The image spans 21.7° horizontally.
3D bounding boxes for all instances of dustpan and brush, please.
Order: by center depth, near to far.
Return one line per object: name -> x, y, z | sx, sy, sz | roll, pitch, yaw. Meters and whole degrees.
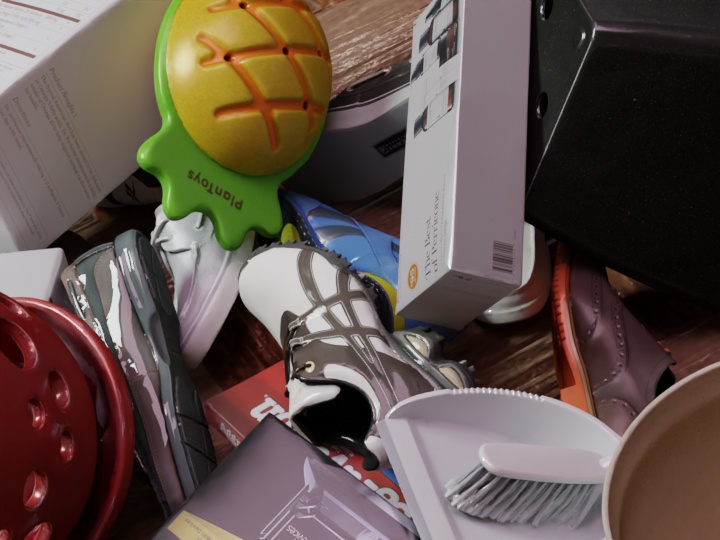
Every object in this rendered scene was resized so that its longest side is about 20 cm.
dustpan and brush -> 0.123, 0.111, 1.027 | 0.198, 0.058, 0.140 | 4, 38, -25

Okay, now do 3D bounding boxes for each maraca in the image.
maraca -> -0.082, -0.112, 1.253 | 0.107, 0.136, 0.202 | -25, 45, 52

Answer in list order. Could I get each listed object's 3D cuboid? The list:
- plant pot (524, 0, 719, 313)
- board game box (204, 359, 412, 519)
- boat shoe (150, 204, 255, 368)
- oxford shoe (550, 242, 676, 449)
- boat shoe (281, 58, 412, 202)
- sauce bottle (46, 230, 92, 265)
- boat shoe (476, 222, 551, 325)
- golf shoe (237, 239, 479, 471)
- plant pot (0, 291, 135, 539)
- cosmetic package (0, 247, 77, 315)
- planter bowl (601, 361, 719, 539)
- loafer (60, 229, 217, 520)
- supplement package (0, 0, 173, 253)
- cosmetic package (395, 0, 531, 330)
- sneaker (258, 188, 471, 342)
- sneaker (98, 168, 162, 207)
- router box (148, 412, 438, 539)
plant pot -> 0.177, -0.112, 1.172 | 0.175, 0.201, 0.200 | 7, 36, -20
board game box -> 0.003, 0.115, 1.133 | 0.102, 0.020, 0.200 | -28, 45, -27
boat shoe -> -0.109, -0.026, 1.276 | 0.068, 0.072, 0.202 | 23, 55, -13
oxford shoe -> 0.154, 0.055, 1.143 | 0.072, 0.072, 0.202 | -5, 52, 5
boat shoe -> 0.019, -0.105, 1.318 | 0.199, 0.071, 0.064 | -17, 36, 38
sauce bottle -> -0.232, -0.007, 1.325 | 0.198, 0.066, 0.066 | 16, 50, 34
boat shoe -> 0.085, -0.048, 1.272 | 0.070, 0.070, 0.201 | -11, 42, 3
golf shoe -> -0.023, 0.050, 1.138 | 0.094, 0.078, 0.199 | -29, 45, -33
plant pot -> -0.241, 0.103, 1.085 | 0.198, 0.182, 0.203 | -5, 80, 30
cosmetic package -> -0.281, 0.051, 1.249 | 0.197, 0.102, 0.074 | -5, 42, 10
planter bowl -> 0.228, 0.157, 0.950 | 0.198, 0.136, 0.201 | -9, 40, 8
loafer -> -0.138, 0.075, 1.177 | 0.062, 0.072, 0.202 | -20, 66, 9
supplement package -> -0.213, -0.121, 1.296 | 0.117, 0.118, 0.200 | 20, 54, 44
cosmetic package -> 0.061, -0.075, 1.124 | 0.050, 0.083, 0.202 | 11, 66, -17
sneaker -> 0.000, 0.000, 1.260 | 0.078, 0.067, 0.200 | -7, 28, -32
sneaker -> -0.119, -0.121, 1.408 | 0.128, 0.080, 0.200 | 13, 49, 27
router box -> -0.026, 0.194, 1.004 | 0.199, 0.052, 0.157 | 35, 68, 26
